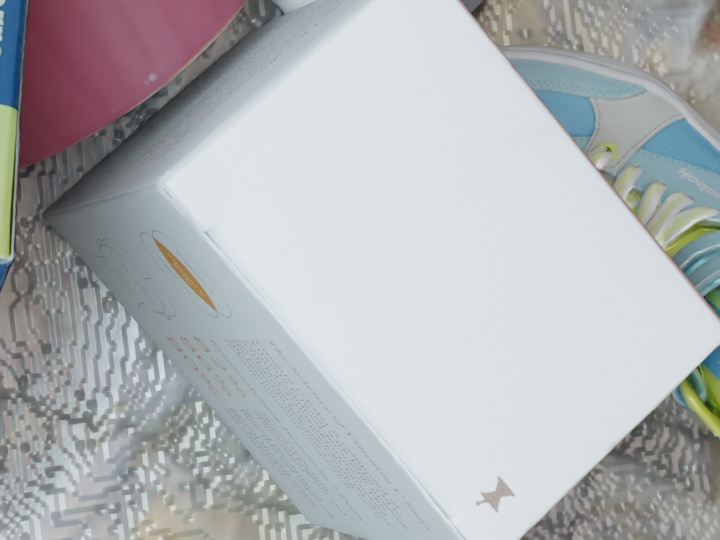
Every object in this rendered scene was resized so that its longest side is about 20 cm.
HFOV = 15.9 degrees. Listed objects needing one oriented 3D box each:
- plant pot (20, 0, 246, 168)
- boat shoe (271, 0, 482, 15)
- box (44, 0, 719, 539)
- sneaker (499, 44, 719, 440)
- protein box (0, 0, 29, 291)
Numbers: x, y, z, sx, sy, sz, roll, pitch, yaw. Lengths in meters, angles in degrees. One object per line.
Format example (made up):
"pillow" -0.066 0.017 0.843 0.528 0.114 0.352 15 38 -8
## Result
"plant pot" -0.130 -0.136 0.816 0.200 0.200 0.179 -39 114 -14
"boat shoe" 0.046 -0.151 0.921 0.065 0.074 0.200 40 64 12
"box" 0.000 0.000 0.835 0.106 0.200 0.152 -42 100 -14
"sneaker" 0.102 -0.009 0.883 0.200 0.131 0.080 28 107 4
"protein box" -0.204 -0.023 0.700 0.198 0.200 0.135 9 57 -15
